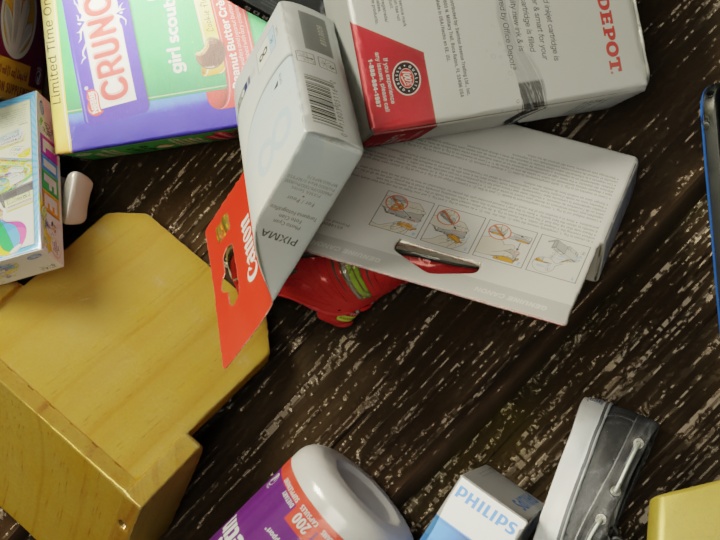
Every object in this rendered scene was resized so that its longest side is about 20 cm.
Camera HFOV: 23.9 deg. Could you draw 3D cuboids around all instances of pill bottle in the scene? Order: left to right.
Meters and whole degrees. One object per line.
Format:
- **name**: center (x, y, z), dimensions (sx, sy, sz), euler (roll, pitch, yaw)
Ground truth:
- **pill bottle**: center (-0.064, 0.227, 1.219), dimensions (0.200, 0.112, 0.112), euler (-45, 79, 8)

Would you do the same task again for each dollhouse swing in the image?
- **dollhouse swing**: center (-0.192, 0.091, 1.297), dimensions (0.200, 0.176, 0.182), euler (39, 138, 12)

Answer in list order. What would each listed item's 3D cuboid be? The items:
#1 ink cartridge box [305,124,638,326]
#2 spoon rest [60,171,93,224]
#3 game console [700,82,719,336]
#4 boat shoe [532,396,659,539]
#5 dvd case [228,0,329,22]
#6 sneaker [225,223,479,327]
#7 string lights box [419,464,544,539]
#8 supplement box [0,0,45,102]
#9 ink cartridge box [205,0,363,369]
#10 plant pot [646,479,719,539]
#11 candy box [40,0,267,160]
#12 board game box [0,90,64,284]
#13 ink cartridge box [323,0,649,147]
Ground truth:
- **ink cartridge box**: center (0.072, -0.036, 1.177), dimensions (0.200, 0.045, 0.176), euler (17, 49, 14)
- **spoon rest**: center (-0.287, -0.068, 1.322), dimensions (0.200, 0.061, 0.100), euler (13, 90, 27)
- **game console**: center (0.323, -0.030, 1.134), dimensions (0.118, 0.171, 0.200), euler (-8, 85, 40)
- **boat shoe**: center (0.158, 0.192, 1.190), dimensions (0.068, 0.072, 0.200), euler (18, 85, 15)
- **dvd case**: center (0.001, -0.254, 1.218), dimensions (0.150, 0.025, 0.200), euler (27, 80, -9)
- **sneaker**: center (0.000, 0.000, 1.244), dimensions (0.200, 0.077, 0.085), euler (3, 108, 16)
- **string lights box**: center (0.050, 0.238, 1.195), dimensions (0.059, 0.103, 0.200), euler (33, 95, 13)
- **supplement box**: center (-0.301, -0.227, 1.287), dimensions (0.103, 0.131, 0.200), euler (5, 90, 13)
- **ink cartridge box**: center (-0.072, -0.059, 1.148), dimensions (0.047, 0.160, 0.200), euler (19, 123, -24)
- **plant pot**: center (0.281, 0.222, 1.101), dimensions (0.200, 0.200, 0.177), euler (-15, 73, 13)
- **candy box**: center (-0.133, -0.179, 1.269), dimensions (0.200, 0.077, 0.170), euler (-8, 86, 14)
- **board game box**: center (-0.318, -0.043, 1.263), dimensions (0.200, 0.034, 0.135), euler (-15, 63, 15)
- **ink cartridge box**: center (0.083, -0.173, 1.173), dimensions (0.200, 0.084, 0.145), euler (-10, 88, -11)
